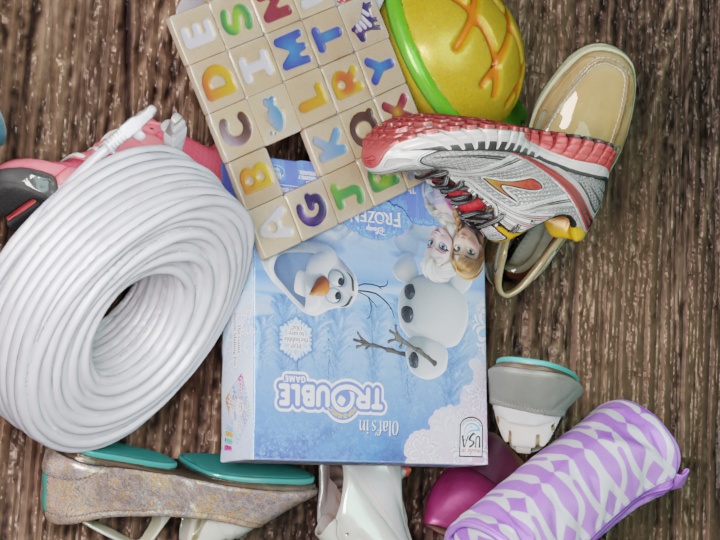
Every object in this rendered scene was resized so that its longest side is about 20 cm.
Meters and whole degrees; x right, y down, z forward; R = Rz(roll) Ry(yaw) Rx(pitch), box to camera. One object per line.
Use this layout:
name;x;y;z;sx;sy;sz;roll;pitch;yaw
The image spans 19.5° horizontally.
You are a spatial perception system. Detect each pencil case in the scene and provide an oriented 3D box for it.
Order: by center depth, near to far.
pencil case;0.145;0.168;1.480;0.085;0.084;0.200;36;49;23

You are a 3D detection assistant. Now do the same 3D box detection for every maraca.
maraca;0.071;-0.153;1.519;0.200;0.107;0.137;17;55;-61

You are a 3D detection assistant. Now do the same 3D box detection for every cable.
cable;-0.150;0.019;1.286;0.200;0.069;0.200;-44;152;-18

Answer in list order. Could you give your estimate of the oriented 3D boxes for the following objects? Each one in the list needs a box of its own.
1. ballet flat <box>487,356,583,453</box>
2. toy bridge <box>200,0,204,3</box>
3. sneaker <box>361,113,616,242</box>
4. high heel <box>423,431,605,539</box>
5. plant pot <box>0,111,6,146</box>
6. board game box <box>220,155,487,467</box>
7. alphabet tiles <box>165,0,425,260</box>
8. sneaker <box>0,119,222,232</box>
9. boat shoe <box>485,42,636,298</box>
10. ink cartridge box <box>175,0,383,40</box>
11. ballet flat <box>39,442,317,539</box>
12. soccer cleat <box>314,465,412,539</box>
ballet flat;0.123;0.099;1.494;0.067;0.200;0.064;9;85;6
toy bridge;-0.040;-0.199;1.493;0.200;0.027;0.067;-17;95;-35
sneaker;0.089;-0.060;1.414;0.200;0.078;0.082;8;94;-32
high heel;0.126;0.219;1.543;0.200;0.067;0.096;45;52;-7
plant pot;-0.335;-0.091;1.173;0.188;0.200;0.200;-42;110;-17
board game box;-0.002;0.032;1.410;0.200;0.043;0.199;5;82;-37
alphabet tiles;-0.039;-0.128;1.374;0.167;0.008;0.200;-27;100;-38
sneaker;-0.160;-0.061;1.375;0.200;0.074;0.087;9;69;-42
boat shoe;0.147;-0.067;1.521;0.072;0.076;0.200;19;113;-3
ink cartridge box;-0.032;-0.231;1.443;0.116;0.067;0.200;35;66;-27
ballet flat;-0.123;0.152;1.379;0.200;0.068;0.067;12;97;-29
soccer cleat;0.008;0.198;1.463;0.078;0.069;0.200;-11;84;-32
